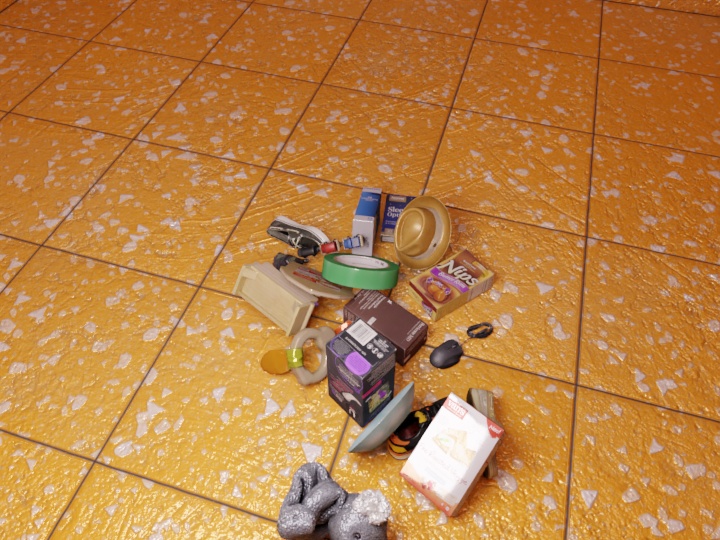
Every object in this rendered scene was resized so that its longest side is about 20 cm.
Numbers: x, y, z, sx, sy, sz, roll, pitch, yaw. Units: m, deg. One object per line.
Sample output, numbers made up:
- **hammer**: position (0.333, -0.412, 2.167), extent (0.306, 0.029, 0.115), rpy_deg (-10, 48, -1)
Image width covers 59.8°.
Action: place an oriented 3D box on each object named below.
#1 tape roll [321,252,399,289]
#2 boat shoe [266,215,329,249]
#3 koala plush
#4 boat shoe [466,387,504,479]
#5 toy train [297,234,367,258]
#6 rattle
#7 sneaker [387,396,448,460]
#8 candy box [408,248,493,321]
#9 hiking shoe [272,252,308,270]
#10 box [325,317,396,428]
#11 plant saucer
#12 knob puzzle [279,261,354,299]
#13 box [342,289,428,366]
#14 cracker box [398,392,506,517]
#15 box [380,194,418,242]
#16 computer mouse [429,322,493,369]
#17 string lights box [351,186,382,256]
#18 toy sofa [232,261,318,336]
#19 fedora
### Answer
- **tape roll**: position (0.000, 0.000, 1.590), extent (0.195, 0.049, 0.201), rpy_deg (8, 13, -2)
- **boat shoe**: position (-0.172, -0.088, 1.728), extent (0.197, 0.072, 0.064), rpy_deg (21, 50, 28)
- **koala plush**: position (-0.037, 0.462, 1.178), extent (0.195, 0.181, 0.185), rpy_deg (6, 38, 10)
- **boat shoe**: position (0.276, 0.344, 1.345), extent (0.065, 0.075, 0.204), rpy_deg (-1, 53, -5)
- **toy train**: position (-0.077, -0.063, 1.632), extent (0.195, 0.035, 0.046), rpy_deg (-11, 3, 19)
- **rattle**: position (-0.118, 0.190, 1.500), extent (0.131, 0.142, 0.200), rpy_deg (51, 46, -4)
- **sneaker**: position (0.144, 0.326, 1.346), extent (0.197, 0.091, 0.070), rpy_deg (-29, 55, -22)
- **candy box**: position (0.236, 0.034, 1.630), extent (0.197, 0.057, 0.117), rpy_deg (-27, 53, -24)
- **hiking shoe**: position (-0.187, 0.031, 1.614), extent (0.098, 0.077, 0.203), rpy_deg (2, 47, 6)
- **box**: position (0.001, 0.224, 1.362), extent (0.105, 0.203, 0.122), rpy_deg (-35, 57, -28)
- **plant saucer**: position (0.054, 0.316, 1.300), extent (0.039, 0.202, 0.200), rpy_deg (44, 59, 7)
- **knob puzzle**: position (-0.108, 0.038, 1.524), extent (0.215, 0.031, 0.220), rpy_deg (20, 11, -4)
- **box**: position (0.059, 0.131, 1.532), extent (0.198, 0.076, 0.100), rpy_deg (34, 56, 24)
- **cracker box**: position (0.188, 0.372, 1.273), extent (0.133, 0.058, 0.202), rpy_deg (31, 82, 27)
- **box**: position (0.126, -0.159, 1.816), extent (0.118, 0.033, 0.203), rpy_deg (6, 48, 5)
- **computer mouse**: position (0.247, 0.175, 1.520), extent (0.198, 0.034, 0.059), rpy_deg (-30, 54, -25)
- **string lights box**: position (0.020, -0.138, 1.716), extent (0.057, 0.105, 0.201), rpy_deg (6, 33, 5)
- **toy sofa**: position (-0.202, 0.065, 1.506), extent (0.198, 0.084, 0.097), rpy_deg (34, 21, 21)
- **fedora**: position (0.146, -0.103, 1.657), extent (0.081, 0.203, 0.201), rpy_deg (7, 33, -49)
